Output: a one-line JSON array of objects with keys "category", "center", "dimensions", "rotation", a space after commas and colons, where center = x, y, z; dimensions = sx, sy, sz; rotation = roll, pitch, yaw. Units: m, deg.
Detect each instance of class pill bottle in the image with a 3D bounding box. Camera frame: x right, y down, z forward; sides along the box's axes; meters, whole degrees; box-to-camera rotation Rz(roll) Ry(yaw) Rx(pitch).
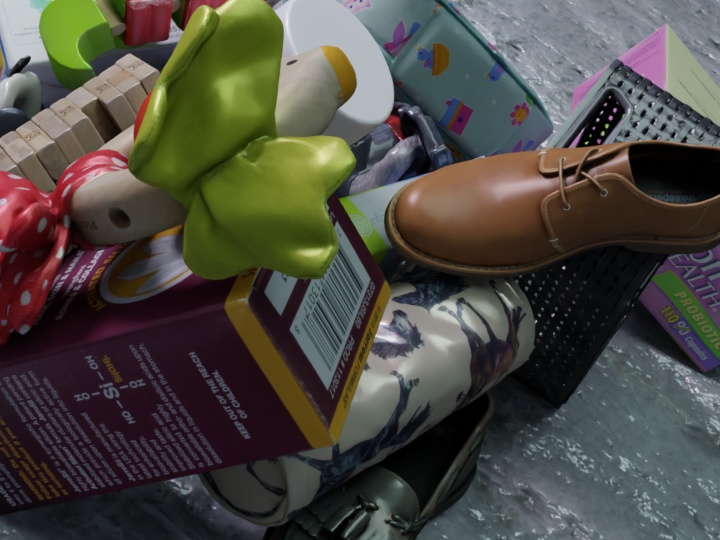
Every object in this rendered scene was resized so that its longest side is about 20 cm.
[{"category": "pill bottle", "center": [-0.079, -0.069, 0.874], "dimensions": [0.111, 0.200, 0.111], "rotation": [32, 41, -33]}]

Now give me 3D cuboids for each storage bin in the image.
[{"category": "storage bin", "center": [0.143, -0.018, 0.972], "dimensions": [0.094, 0.200, 0.135], "rotation": [35, 64, 9]}]

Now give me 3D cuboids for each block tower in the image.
[{"category": "block tower", "center": [-0.174, -0.026, 0.749], "dimensions": [0.054, 0.200, 0.058], "rotation": [60, -11, -25]}]

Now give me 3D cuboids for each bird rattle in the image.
[{"category": "bird rattle", "center": [-0.081, -0.039, 0.676], "dimensions": [0.113, 0.200, 0.163], "rotation": [57, 40, -11]}]

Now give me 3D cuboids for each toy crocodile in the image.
[{"category": "toy crocodile", "center": [-0.089, -0.162, 0.856], "dimensions": [0.199, 0.068, 0.062], "rotation": [-27, 67, -25]}]

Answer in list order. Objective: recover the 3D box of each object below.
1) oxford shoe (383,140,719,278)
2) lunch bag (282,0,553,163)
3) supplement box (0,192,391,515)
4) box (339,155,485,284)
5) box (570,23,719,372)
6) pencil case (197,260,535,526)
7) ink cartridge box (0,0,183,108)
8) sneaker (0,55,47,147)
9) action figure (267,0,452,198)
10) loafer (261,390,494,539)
[{"category": "oxford shoe", "center": [0.111, -0.044, 0.829], "dimensions": [0.199, 0.071, 0.072], "rotation": [-7, 69, -7]}, {"category": "lunch bag", "center": [0.041, -0.149, 1.136], "dimensions": [0.200, 0.077, 0.160], "rotation": [41, -2, -33]}, {"category": "supplement box", "center": [-0.099, 0.034, 0.728], "dimensions": [0.086, 0.199, 0.111], "rotation": [60, 31, -27]}, {"category": "box", "center": [0.000, 0.000, 0.932], "dimensions": [0.200, 0.122, 0.048], "rotation": [-19, 64, -48]}, {"category": "box", "center": [0.245, -0.058, 1.170], "dimensions": [0.176, 0.097, 0.200], "rotation": [46, 28, -17]}, {"category": "pencil case", "center": [-0.002, 0.056, 0.821], "dimensions": [0.200, 0.078, 0.089], "rotation": [-29, 55, -35]}, {"category": "ink cartridge box", "center": [-0.173, -0.205, 0.922], "dimensions": [0.136, 0.076, 0.201], "rotation": [-12, 80, -24]}, {"category": "sneaker", "center": [-0.216, -0.057, 0.813], "dimensions": [0.198, 0.130, 0.080], "rotation": [13, 18, -4]}, {"category": "action figure", "center": [-0.023, -0.091, 1.050], "dimensions": [0.194, 0.104, 0.200], "rotation": [55, -9, -9]}, {"category": "loafer", "center": [0.012, 0.117, 0.837], "dimensions": [0.072, 0.063, 0.200], "rotation": [37, 33, 13]}]
